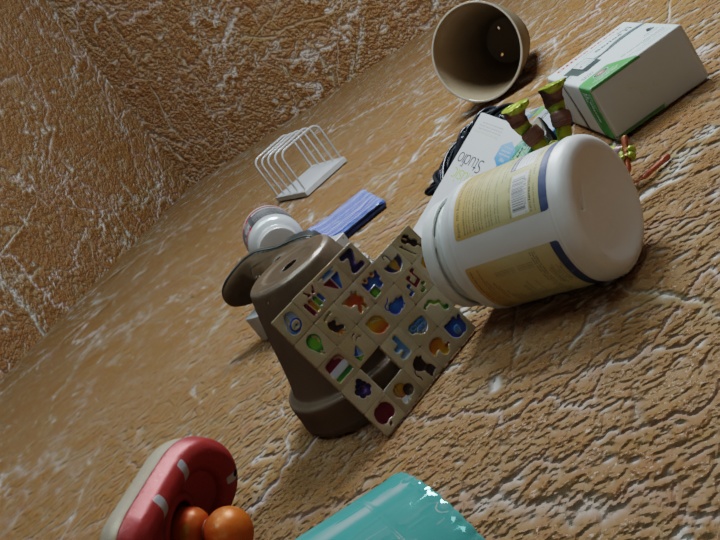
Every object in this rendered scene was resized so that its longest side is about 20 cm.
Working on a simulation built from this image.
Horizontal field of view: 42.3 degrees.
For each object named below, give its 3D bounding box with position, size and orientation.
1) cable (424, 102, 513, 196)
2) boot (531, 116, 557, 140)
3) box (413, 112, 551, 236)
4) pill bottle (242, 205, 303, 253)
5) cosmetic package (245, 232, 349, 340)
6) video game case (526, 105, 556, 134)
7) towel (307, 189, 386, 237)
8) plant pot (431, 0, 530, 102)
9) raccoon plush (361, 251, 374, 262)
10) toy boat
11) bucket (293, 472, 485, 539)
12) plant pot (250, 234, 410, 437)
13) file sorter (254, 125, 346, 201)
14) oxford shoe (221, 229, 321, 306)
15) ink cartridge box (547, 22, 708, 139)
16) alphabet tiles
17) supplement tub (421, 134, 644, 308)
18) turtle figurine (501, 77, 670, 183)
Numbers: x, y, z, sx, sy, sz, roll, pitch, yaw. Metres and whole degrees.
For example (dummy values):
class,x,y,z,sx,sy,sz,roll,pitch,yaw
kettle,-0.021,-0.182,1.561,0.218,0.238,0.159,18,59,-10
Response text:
class,x,y,z,sx,sy,sz,roll,pitch,yaw
cable,0.172,-0.188,1.469,0.199,0.051,0.164,-40,25,30
boot,0.201,-0.113,1.226,0.150,0.073,0.201,-36,24,22
box,0.147,-0.094,1.179,0.202,0.036,0.144,-61,29,5
pill bottle,-0.163,-0.057,1.766,0.110,0.111,0.200,-38,16,-3
cosmetic package,-0.092,0.026,1.501,0.082,0.051,0.200,-18,25,53
video game case,0.261,-0.216,1.475,0.143,0.018,0.199,-46,18,-24
towel,-0.030,-0.101,1.763,0.144,0.024,0.200,-38,16,-3
plant pot,0.264,-0.447,1.854,0.186,0.189,0.200,-26,6,34
raccoon plush,0.000,0.000,1.322,0.133,0.098,0.201,-15,26,35
toy boat,-0.170,0.262,0.953,0.129,0.132,0.201,2,31,15
bucket,0.021,0.219,0.489,0.134,0.209,0.207,-35,15,-17
plant pot,-0.032,0.059,1.070,0.199,0.176,0.201,-34,15,10
file sorter,-0.155,-0.266,2.296,0.139,0.125,0.199,-43,18,-20
oxford shoe,-0.145,0.008,1.446,0.199,0.073,0.085,-31,20,25
ink cartridge box,0.359,-0.266,1.282,0.146,0.083,0.200,-36,16,4
alphabet tiles,0.027,0.048,0.998,0.200,0.167,0.008,-46,-2,-28
supplement tub,0.173,-0.042,0.961,0.199,0.145,0.145,-19,24,46
turtle figurine,0.243,-0.136,1.081,0.198,0.163,0.064,-27,8,10
